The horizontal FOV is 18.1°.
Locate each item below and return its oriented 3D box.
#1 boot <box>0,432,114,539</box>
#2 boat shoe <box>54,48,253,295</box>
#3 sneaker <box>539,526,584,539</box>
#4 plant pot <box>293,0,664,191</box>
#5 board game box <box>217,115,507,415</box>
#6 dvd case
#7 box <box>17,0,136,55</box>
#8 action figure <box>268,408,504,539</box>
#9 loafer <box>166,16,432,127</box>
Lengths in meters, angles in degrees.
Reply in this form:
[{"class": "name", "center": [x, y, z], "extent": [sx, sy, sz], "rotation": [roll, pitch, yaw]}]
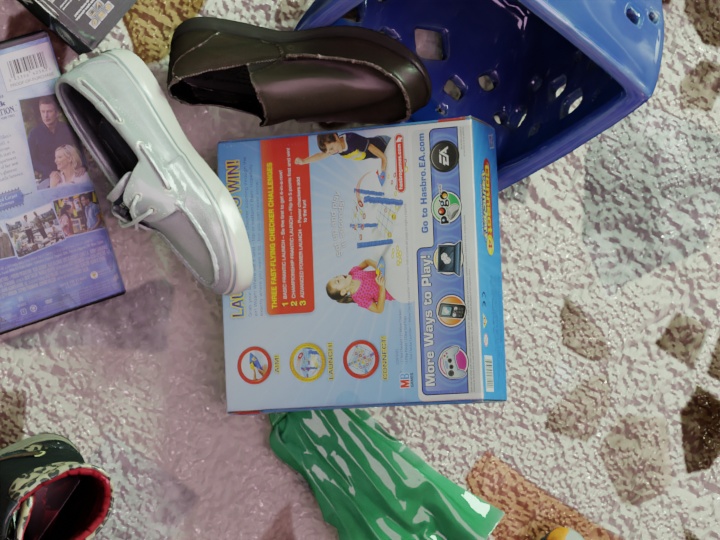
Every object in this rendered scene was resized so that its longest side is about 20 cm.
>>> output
[{"class": "boot", "center": [-0.266, 0.180, 1.543], "extent": [0.203, 0.154, 0.074], "rotation": [-30, 101, -16]}, {"class": "boat shoe", "center": [-0.151, -0.062, 1.598], "extent": [0.071, 0.070, 0.201], "rotation": [-26, 79, -34]}, {"class": "sneaker", "center": [0.202, 0.275, 1.763], "extent": [0.092, 0.076, 0.200], "rotation": [-33, 110, -23]}, {"class": "plant pot", "center": [0.103, -0.202, 1.633], "extent": [0.200, 0.200, 0.180], "rotation": [39, 52, -16]}, {"class": "board game box", "center": [0.000, 0.000, 1.613], "extent": [0.196, 0.056, 0.200], "rotation": [-4, 85, 22]}, {"class": "dvd case", "center": [-0.262, -0.057, 1.609], "extent": [0.143, 0.018, 0.200], "rotation": [-19, 99, -18]}, {"class": "box", "center": [-0.191, -0.280, 1.614], "extent": [0.160, 0.044, 0.200], "rotation": [41, 79, -16]}, {"class": "action figure", "center": [-0.003, 0.153, 1.689], "extent": [0.118, 0.055, 0.200], "rotation": [-45, 98, -11]}, {"class": "loafer", "center": [-0.048, -0.127, 1.600], "extent": [0.073, 0.200, 0.071], "rotation": [76, 28, -45]}]
